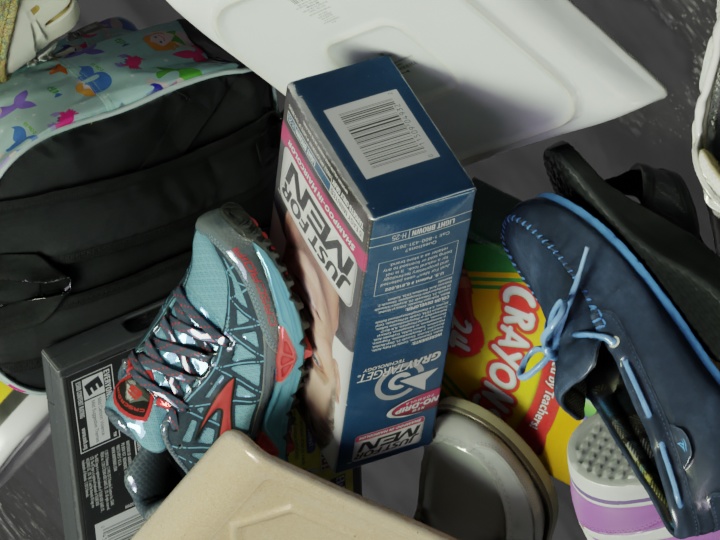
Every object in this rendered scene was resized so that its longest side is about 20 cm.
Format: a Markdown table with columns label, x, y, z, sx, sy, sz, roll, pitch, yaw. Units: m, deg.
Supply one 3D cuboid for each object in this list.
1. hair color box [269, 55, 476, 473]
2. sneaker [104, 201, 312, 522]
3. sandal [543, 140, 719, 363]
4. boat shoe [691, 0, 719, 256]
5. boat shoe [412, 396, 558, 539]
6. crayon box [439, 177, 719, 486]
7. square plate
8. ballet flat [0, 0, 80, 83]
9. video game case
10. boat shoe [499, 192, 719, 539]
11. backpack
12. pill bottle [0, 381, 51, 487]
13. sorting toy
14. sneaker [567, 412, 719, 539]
| label | x | y | z | sx | sy | sz | roll | pitch | yaw |
| --- | --- | --- | --- | --- | --- | --- | --- | --- | --- |
| hair color box | 0.000 | 0.000 | 1.522 | 0.100 | 0.060 | 0.201 | 58 | 155 | 35 |
| sneaker | -0.082 | 0.058 | 1.550 | 0.079 | 0.095 | 0.201 | 48 | 145 | 42 |
| sandal | 0.157 | -0.010 | 1.491 | 0.200 | 0.048 | 0.076 | 44 | 161 | 49 |
| boat shoe | 0.190 | -0.052 | 1.464 | 0.070 | 0.069 | 0.201 | 7 | 123 | 26 |
| boat shoe | 0.063 | 0.151 | 1.641 | 0.074 | 0.068 | 0.201 | 23 | 148 | 28 |
| crayon box | 0.123 | 0.051 | 1.589 | 0.199 | 0.051 | 0.127 | 26 | 129 | 17 |
| square plate | 0.018 | -0.112 | 1.503 | 0.198 | 0.029 | 0.199 | 37 | 146 | -29 |
| ballet flat | -0.167 | -0.161 | 1.564 | 0.070 | 0.201 | 0.071 | 17 | 157 | 7 |
| video game case | -0.083 | 0.088 | 1.654 | 0.026 | 0.180 | 0.201 | 46 | 150 | 41 |
| boat shoe | 0.123 | 0.043 | 1.470 | 0.200 | 0.068 | 0.084 | 51 | 162 | 32 |
| backpack | -0.148 | -0.035 | 1.618 | 0.150 | 0.199 | 0.178 | 30 | 135 | 41 |
| pill bottle | -0.267 | 0.034 | 1.799 | 0.200 | 0.111 | 0.111 | 42 | 133 | 3 |
| sorting toy | -0.022 | 0.172 | 1.591 | 0.199 | 0.037 | 0.185 | 29 | 134 | -14 |
| sneaker | 0.209 | 0.108 | 1.536 | 0.199 | 0.073 | 0.115 | -8 | 136 | 7 |
